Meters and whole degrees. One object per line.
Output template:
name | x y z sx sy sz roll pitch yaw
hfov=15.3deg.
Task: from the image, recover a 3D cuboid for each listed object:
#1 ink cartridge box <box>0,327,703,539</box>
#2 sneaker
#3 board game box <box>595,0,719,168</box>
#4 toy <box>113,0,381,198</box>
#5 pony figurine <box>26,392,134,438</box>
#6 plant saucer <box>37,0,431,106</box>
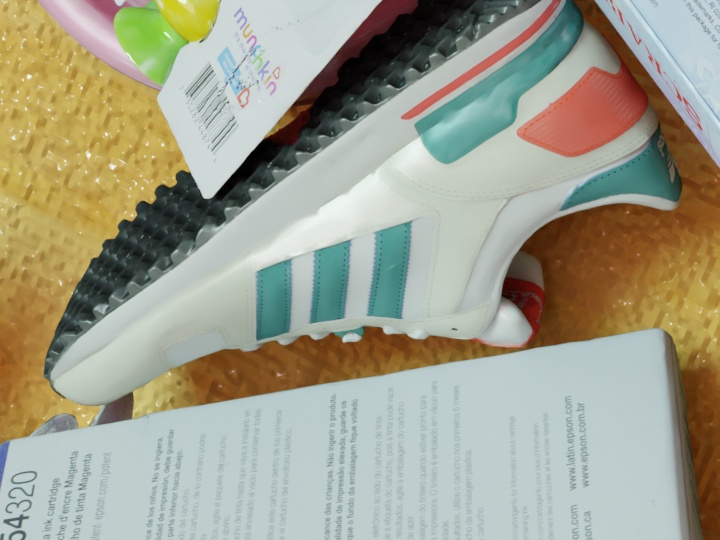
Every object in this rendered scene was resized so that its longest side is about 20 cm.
ink cartridge box | -0.007 0.106 0.698 0.199 0.197 0.043 -11 127 11
sneaker | 0.000 0.000 0.755 0.199 0.070 0.093 -35 108 23
board game box | 0.176 -0.075 0.660 0.199 0.041 0.201 -33 66 0
toy | 0.009 -0.122 0.725 0.200 0.047 0.116 -44 53 25
pony figurine | -0.184 0.076 0.801 0.192 0.201 0.167 -26 120 29
plant saucer | -0.022 -0.148 0.800 0.199 0.051 0.202 -1 87 25
